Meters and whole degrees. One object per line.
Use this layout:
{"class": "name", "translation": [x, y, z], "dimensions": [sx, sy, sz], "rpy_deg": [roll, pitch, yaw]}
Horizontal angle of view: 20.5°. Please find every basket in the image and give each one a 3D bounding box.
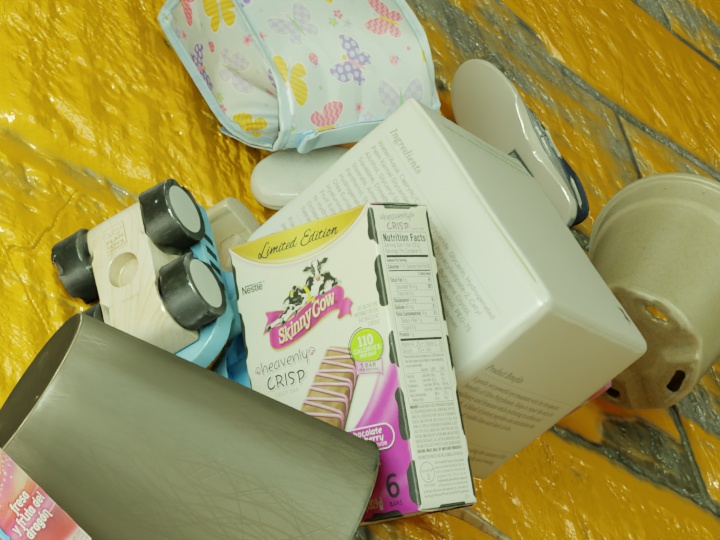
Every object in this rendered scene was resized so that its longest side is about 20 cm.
{"class": "basket", "translation": [-0.118, 0.127, 1.194], "dimensions": [0.200, 0.181, 0.136], "rpy_deg": [34, -13, -14]}

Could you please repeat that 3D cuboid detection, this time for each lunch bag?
{"class": "lunch bag", "translation": [-0.049, -0.182, 1.662], "dimensions": [0.169, 0.127, 0.200], "rpy_deg": [-16, 59, -34]}

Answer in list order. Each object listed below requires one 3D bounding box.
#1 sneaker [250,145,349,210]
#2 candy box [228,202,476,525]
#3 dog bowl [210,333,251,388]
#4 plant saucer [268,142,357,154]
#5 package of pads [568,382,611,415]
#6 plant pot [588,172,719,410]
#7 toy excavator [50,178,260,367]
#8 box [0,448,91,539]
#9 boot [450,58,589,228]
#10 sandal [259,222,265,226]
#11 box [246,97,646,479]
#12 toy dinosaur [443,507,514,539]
{"class": "sneaker", "translation": [-0.007, -0.057, 1.682], "dimensions": [0.200, 0.089, 0.075], "rpy_deg": [-6, 42, -32]}
{"class": "candy box", "translation": [-0.008, 0.067, 1.307], "dimensions": [0.061, 0.136, 0.200], "rpy_deg": [1, 77, -47]}
{"class": "dog bowl", "translation": [-0.058, 0.086, 1.438], "dimensions": [0.111, 0.050, 0.200], "rpy_deg": [47, 26, -9]}
{"class": "plant saucer", "translation": [-0.031, -0.133, 1.781], "dimensions": [0.200, 0.032, 0.200], "rpy_deg": [38, 28, -25]}
{"class": "package of pads", "translation": [0.124, 0.058, 1.731], "dimensions": [0.200, 0.076, 0.121], "rpy_deg": [12, 48, -52]}
{"class": "plant pot", "translation": [0.288, 0.034, 1.919], "dimensions": [0.201, 0.200, 0.184], "rpy_deg": [48, 37, -5]}
{"class": "toy excavator", "translation": [-0.120, 0.008, 1.410], "dimensions": [0.200, 0.100, 0.195], "rpy_deg": [39, 28, -51]}
{"class": "box", "translation": [-0.230, 0.178, 0.991], "dimensions": [0.095, 0.103, 0.200], "rpy_deg": [46, 28, -9]}
{"class": "boot", "translation": [0.164, -0.126, 2.051], "dimensions": [0.200, 0.073, 0.090], "rpy_deg": [62, 20, 5]}
{"class": "sandal", "translation": [-0.004, 0.002, 1.629], "dimensions": [0.211, 0.078, 0.070], "rpy_deg": [4, 72, -49]}
{"class": "box", "translation": [0.065, 0.018, 1.457], "dimensions": [0.199, 0.171, 0.200], "rpy_deg": [23, 32, -59]}
{"class": "toy dinosaur", "translation": [0.027, 0.161, 1.486], "dimensions": [0.200, 0.060, 0.106], "rpy_deg": [11, 58, -39]}
